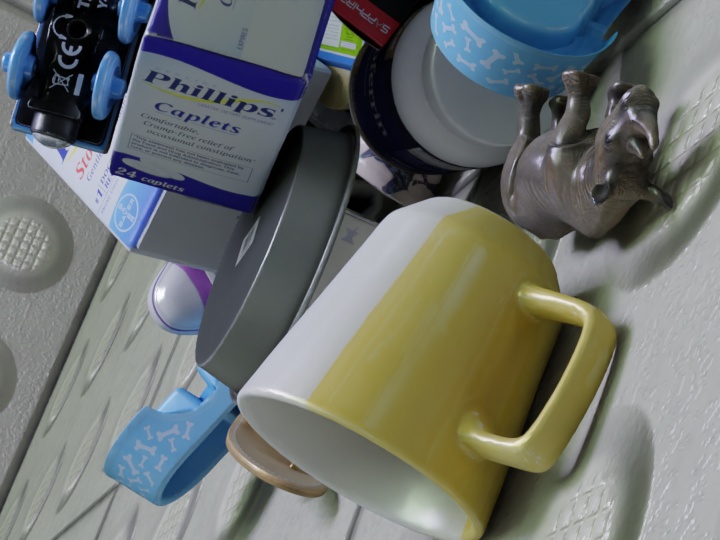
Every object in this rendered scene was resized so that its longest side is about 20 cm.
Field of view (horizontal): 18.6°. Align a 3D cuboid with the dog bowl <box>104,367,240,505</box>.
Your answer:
[{"bbox_3d":[-0.113,0.103,1.729,0.200,0.050,0.111,-48,-14,-3],"label":"dog bowl"}]

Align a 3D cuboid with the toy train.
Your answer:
[{"bbox_3d":[-0.176,-0.173,1.474,0.114,0.087,0.200,62,-139,-82],"label":"toy train"}]

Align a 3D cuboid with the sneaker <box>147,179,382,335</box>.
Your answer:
[{"bbox_3d":[-0.073,-0.020,1.734,0.200,0.073,0.114,-30,-3,-19],"label":"sneaker"}]

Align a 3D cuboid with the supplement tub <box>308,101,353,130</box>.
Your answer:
[{"bbox_3d":[0.031,-0.205,1.765,0.200,0.122,0.123,-57,14,31],"label":"supplement tub"}]

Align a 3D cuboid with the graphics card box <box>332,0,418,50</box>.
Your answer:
[{"bbox_3d":[0.053,-0.248,1.453,0.200,0.051,0.125,-51,11,14],"label":"graphics card box"}]

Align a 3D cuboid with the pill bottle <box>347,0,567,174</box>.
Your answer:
[{"bbox_3d":[0.067,-0.123,1.452,0.116,0.116,0.200,-65,12,-6],"label":"pill bottle"}]

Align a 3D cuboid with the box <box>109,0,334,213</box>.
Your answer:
[{"bbox_3d":[-0.077,-0.165,1.413,0.200,0.105,0.184,119,167,-65],"label":"box"}]

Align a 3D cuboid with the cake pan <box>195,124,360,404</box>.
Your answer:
[{"bbox_3d":[-0.058,-0.010,1.452,0.200,0.037,0.200,-157,90,-79],"label":"cake pan"}]

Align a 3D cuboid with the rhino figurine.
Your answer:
[{"bbox_3d":[0.126,-0.061,1.193,0.200,0.060,0.088,177,101,-76],"label":"rhino figurine"}]

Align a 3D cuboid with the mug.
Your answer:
[{"bbox_3d":[0.050,0.052,1.191,0.153,0.186,0.149,-59,-23,-18],"label":"mug"}]

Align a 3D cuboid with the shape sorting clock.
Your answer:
[{"bbox_3d":[0.004,-0.218,1.657,0.200,0.039,0.200,-173,90,-68],"label":"shape sorting clock"}]

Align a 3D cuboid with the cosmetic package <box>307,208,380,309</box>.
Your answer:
[{"bbox_3d":[0.000,0.000,1.516,0.200,0.105,0.071,-147,81,-80],"label":"cosmetic package"}]

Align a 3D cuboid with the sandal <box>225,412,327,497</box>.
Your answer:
[{"bbox_3d":[-0.049,0.097,1.583,0.212,0.078,0.070,-105,36,-80],"label":"sandal"}]

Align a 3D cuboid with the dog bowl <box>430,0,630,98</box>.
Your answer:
[{"bbox_3d":[0.109,-0.172,1.329,0.200,0.111,0.050,-56,-4,-48],"label":"dog bowl"}]

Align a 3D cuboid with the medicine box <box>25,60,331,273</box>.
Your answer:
[{"bbox_3d":[-0.146,-0.127,1.708,0.200,0.103,0.182,42,111,45],"label":"medicine box"}]

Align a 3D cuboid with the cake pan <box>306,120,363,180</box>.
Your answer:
[{"bbox_3d":[-0.062,-0.143,1.848,0.037,0.200,0.200,-36,29,46],"label":"cake pan"}]

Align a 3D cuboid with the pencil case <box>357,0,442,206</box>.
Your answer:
[{"bbox_3d":[0.058,-0.140,1.618,0.200,0.078,0.089,-61,-8,13],"label":"pencil case"}]

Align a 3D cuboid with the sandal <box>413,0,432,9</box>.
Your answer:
[{"bbox_3d":[0.056,-0.229,1.650,0.048,0.075,0.201,37,120,34],"label":"sandal"}]
